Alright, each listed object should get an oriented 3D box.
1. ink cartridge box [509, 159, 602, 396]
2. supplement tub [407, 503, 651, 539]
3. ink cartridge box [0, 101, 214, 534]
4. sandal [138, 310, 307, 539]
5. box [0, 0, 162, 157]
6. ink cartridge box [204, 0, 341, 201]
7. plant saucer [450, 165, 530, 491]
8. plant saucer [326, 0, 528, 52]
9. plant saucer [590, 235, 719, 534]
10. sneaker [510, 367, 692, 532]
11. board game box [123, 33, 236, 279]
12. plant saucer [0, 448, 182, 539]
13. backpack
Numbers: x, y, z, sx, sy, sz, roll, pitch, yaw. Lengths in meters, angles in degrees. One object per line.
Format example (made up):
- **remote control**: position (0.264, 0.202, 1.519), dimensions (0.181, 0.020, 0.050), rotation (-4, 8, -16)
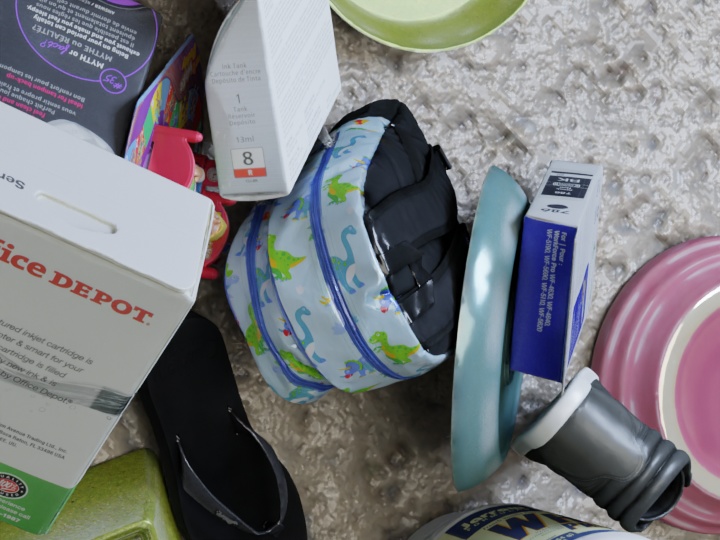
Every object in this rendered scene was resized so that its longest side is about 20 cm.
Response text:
- **ink cartridge box**: position (0.119, 0.001, 1.729), dimensions (0.039, 0.200, 0.100), rotation (6, 104, 7)
- **supplement tub**: position (0.109, 0.221, 1.740), dimensions (0.145, 0.200, 0.145), rotation (-2, 94, -26)
- **ink cartridge box**: position (-0.181, 0.024, 1.442), dimensions (0.146, 0.200, 0.083), rotation (25, 39, -14)
- **sandal**: position (-0.083, 0.116, 1.703), dimensions (0.076, 0.043, 0.200), rotation (-39, 126, -20)
- **box**: position (-0.201, -0.064, 1.570), dimensions (0.122, 0.106, 0.200), rotation (22, 55, -12)
- **ink cartridge box**: position (-0.060, -0.162, 1.637), dimensions (0.050, 0.162, 0.200), rotation (-5, 115, 14)
- **plant saucer**: position (0.083, 0.037, 1.728), dimensions (0.027, 0.200, 0.201), rotation (5, 91, 9)
- **plant saucer**: position (0.035, -0.236, 1.767), dimensions (0.200, 0.031, 0.201), rotation (-2, 94, -29)
- **plant saucer**: position (0.249, 0.077, 1.884), dimensions (0.200, 0.051, 0.201), rotation (-1, 93, -27)
- **sneaker**: position (0.152, 0.116, 1.754), dimensions (0.099, 0.200, 0.071), rotation (42, 90, 3)
- **board game box**: position (-0.098, -0.041, 1.628), dimensions (0.039, 0.200, 0.158), rotation (8, 114, 8)
- **plant saucer**: position (-0.176, 0.232, 1.684), dimensions (0.199, 0.048, 0.201), rotation (-20, 101, -24)
- **backpack**: position (0.000, 0.000, 1.677), dimensions (0.153, 0.200, 0.164), rotation (-19, 104, 0)
